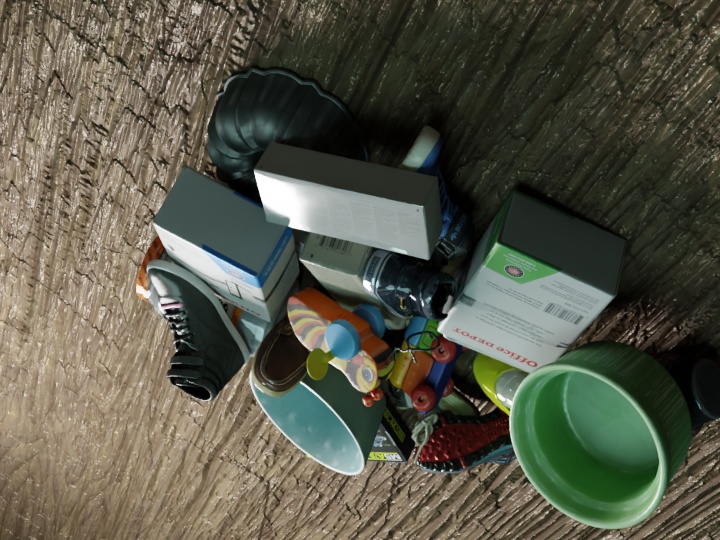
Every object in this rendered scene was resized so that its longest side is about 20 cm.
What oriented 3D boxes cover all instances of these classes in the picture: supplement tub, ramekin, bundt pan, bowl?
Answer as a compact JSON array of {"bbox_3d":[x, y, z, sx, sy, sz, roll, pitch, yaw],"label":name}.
[{"bbox_3d":[0.339,0.161,1.449,0.107,0.108,0.199,42,142,-21],"label":"supplement tub"},{"bbox_3d":[0.276,0.179,1.369,0.198,0.097,0.203,21,124,34],"label":"ramekin"},{"bbox_3d":[-0.191,0.029,1.618,0.197,0.123,0.123,22,144,8],"label":"supplement tub"},{"bbox_3d":[-0.094,-0.132,1.397,0.199,0.076,0.203,18,143,14],"label":"bundt pan"},{"bbox_3d":[-0.043,0.168,1.629,0.199,0.105,0.202,32,150,21],"label":"bowl"}]

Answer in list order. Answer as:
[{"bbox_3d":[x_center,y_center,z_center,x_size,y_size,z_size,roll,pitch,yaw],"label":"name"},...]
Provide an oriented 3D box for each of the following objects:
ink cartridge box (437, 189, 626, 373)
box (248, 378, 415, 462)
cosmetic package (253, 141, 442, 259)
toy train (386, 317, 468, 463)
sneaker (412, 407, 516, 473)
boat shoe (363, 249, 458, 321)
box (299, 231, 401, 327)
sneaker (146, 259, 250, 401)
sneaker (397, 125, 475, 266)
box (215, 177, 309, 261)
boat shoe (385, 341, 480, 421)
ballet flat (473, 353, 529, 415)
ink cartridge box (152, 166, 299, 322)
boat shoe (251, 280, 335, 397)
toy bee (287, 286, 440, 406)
[{"bbox_3d":[0.191,0.020,1.381,0.144,0.085,0.201,23,145,-5],"label":"ink cartridge box"},{"bbox_3d":[-0.042,0.212,1.814,0.197,0.048,0.194,-4,136,35],"label":"box"},{"bbox_3d":[-0.012,-0.077,1.300,0.197,0.051,0.083,14,144,20],"label":"cosmetic package"},{"bbox_3d":[0.058,0.139,1.566,0.115,0.084,0.203,28,110,18],"label":"toy train"},{"bbox_3d":[0.170,0.239,1.625,0.197,0.080,0.096,-16,144,4],"label":"sneaker"},{"bbox_3d":[0.075,0.030,1.414,0.090,0.072,0.200,22,180,22],"label":"boat shoe"},{"bbox_3d":[0.000,0.000,1.443,0.081,0.069,0.200,17,166,19],"label":"box"},{"bbox_3d":[-0.216,0.083,1.510,0.070,0.100,0.201,-3,133,37],"label":"sneaker"},{"bbox_3d":[0.087,-0.074,1.345,0.110,0.077,0.201,30,149,5],"label":"sneaker"},{"bbox_3d":[-0.102,-0.056,1.526,0.198,0.039,0.042,29,148,-2],"label":"box"},{"bbox_3d":[0.072,0.161,1.640,0.200,0.066,0.072,35,179,-14],"label":"boat shoe"},{"bbox_3d":[0.224,0.177,1.542,0.200,0.067,0.067,47,177,3],"label":"ballet flat"},{"bbox_3d":[-0.158,-0.026,1.468,0.144,0.085,0.200,26,164,9],"label":"ink cartridge box"},{"bbox_3d":[-0.072,0.073,1.531,0.072,0.200,0.072,35,138,5],"label":"boat shoe"},{"bbox_3d":[-0.008,0.102,1.419,0.200,0.129,0.110,38,133,49],"label":"toy bee"}]
